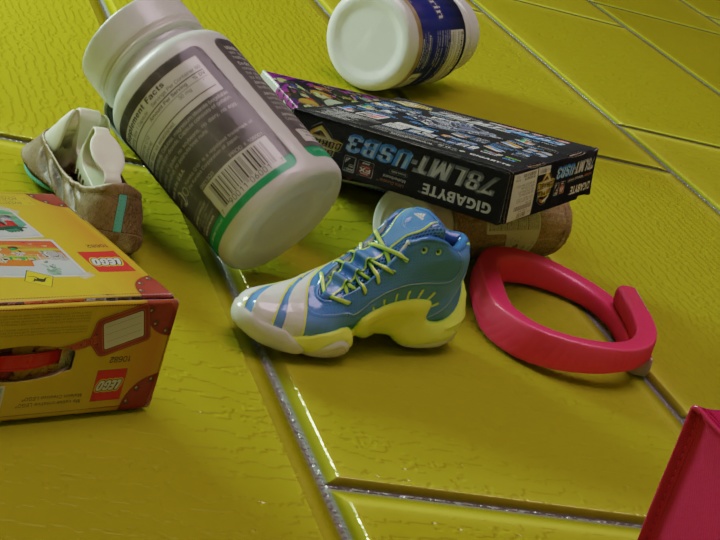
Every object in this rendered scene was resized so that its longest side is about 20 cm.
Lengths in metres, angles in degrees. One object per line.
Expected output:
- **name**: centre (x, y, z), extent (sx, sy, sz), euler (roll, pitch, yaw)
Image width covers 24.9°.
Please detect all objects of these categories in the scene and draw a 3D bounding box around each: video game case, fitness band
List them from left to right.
- **video game case**: centre (0.019, -0.122, 1.534), extent (0.199, 0.036, 0.181), euler (10, 23, -30)
- **fitness band**: centre (0.159, 0.034, 1.303), extent (0.143, 0.038, 0.200), euler (13, 20, -7)

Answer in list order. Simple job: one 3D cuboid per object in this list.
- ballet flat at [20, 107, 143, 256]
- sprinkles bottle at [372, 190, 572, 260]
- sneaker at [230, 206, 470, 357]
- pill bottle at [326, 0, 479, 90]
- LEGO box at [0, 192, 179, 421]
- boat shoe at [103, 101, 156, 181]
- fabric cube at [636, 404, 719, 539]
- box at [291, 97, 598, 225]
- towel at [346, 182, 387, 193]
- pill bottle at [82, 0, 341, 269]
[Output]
- **ballet flat**: centre (-0.205, -0.078, 1.221), extent (0.068, 0.073, 0.200), euler (6, 23, -26)
- **sprinkles bottle**: centre (0.099, -0.041, 1.392), extent (0.068, 0.068, 0.200), euler (33, 25, 36)
- **sneaker**: centre (0.000, 0.000, 1.145), extent (0.200, 0.105, 0.076), euler (-1, 27, -44)
- **pill bottle**: centre (0.055, -0.272, 1.889), extent (0.115, 0.116, 0.200), euler (27, 21, 22)
- **LEGO box**: centre (-0.232, 0.018, 0.939), extent (0.200, 0.077, 0.149), euler (-1, 28, -43)
- **boat shoe**: centre (-0.151, -0.099, 1.348), extent (0.071, 0.070, 0.201), euler (-15, 35, -30)
- **fabric cube**: centre (0.238, 0.196, 0.708), extent (0.199, 0.197, 0.200), euler (9, 22, -24)
- **box**: centre (0.070, -0.096, 1.342), extent (0.199, 0.050, 0.198), euler (18, 15, 23)
- **towel**: centre (-0.025, -0.119, 1.567), extent (0.144, 0.024, 0.200), euler (14, 22, -19)
- **pill bottle**: centre (-0.115, -0.108, 1.231), extent (0.200, 0.113, 0.113), euler (50, 31, 18)
